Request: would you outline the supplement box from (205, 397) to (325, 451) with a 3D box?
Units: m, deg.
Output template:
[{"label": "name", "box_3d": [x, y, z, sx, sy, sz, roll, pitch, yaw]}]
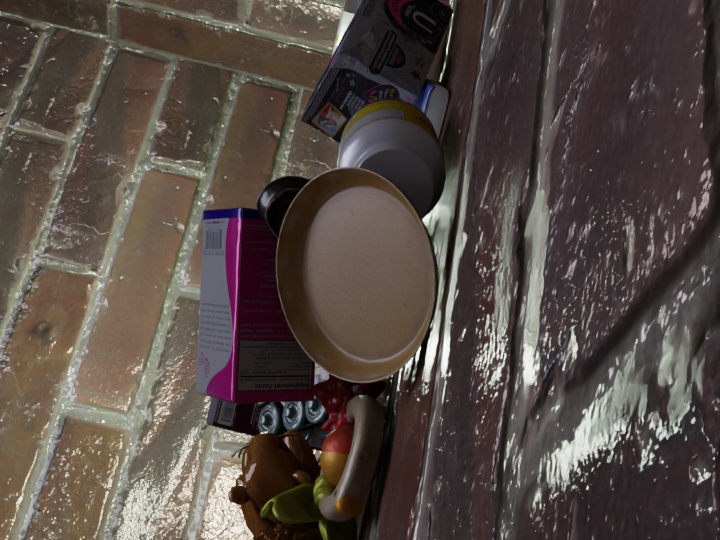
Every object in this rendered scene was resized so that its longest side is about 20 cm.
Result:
[{"label": "supplement box", "box_3d": [-0.117, 0.215, 1.510, 0.109, 0.199, 0.061, 125, 159, -79]}]

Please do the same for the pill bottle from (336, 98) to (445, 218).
[{"label": "pill bottle", "box_3d": [0.031, -0.108, 1.095, 0.200, 0.111, 0.113, -89, 13, -71]}]

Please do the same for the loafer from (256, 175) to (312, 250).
[{"label": "loafer", "box_3d": [-0.018, -0.022, 1.073, 0.073, 0.200, 0.071, -50, 18, 12]}]

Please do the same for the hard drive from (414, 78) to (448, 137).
[{"label": "hard drive", "box_3d": [0.074, -0.167, 1.307, 0.200, 0.025, 0.133, -93, 17, -77]}]

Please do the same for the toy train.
[{"label": "toy train", "box_3d": [-0.064, 0.159, 1.384, 0.199, 0.085, 0.115, -24, 58, 46]}]

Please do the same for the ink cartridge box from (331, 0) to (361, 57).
[{"label": "ink cartridge box", "box_3d": [0.025, -0.522, 2.281, 0.200, 0.145, 0.148, 109, 174, -56]}]

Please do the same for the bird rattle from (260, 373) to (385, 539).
[{"label": "bird rattle", "box_3d": [-0.009, 0.190, 1.091, 0.201, 0.112, 0.163, -65, 12, -16]}]

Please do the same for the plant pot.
[{"label": "plant pot", "box_3d": [-0.001, 0.003, 0.987, 0.027, 0.199, 0.201, -9, -59, -47]}]

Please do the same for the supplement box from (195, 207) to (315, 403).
[{"label": "supplement box", "box_3d": [-0.111, 0.038, 1.139, 0.101, 0.103, 0.202, 3, 89, 58]}]

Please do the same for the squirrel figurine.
[{"label": "squirrel figurine", "box_3d": [-0.085, 0.282, 1.224, 0.187, 0.140, 0.201, 81, -179, -65]}]

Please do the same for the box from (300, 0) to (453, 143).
[{"label": "box", "box_3d": [0.025, -0.262, 1.338, 0.132, 0.114, 0.201, -52, 13, 46]}]
